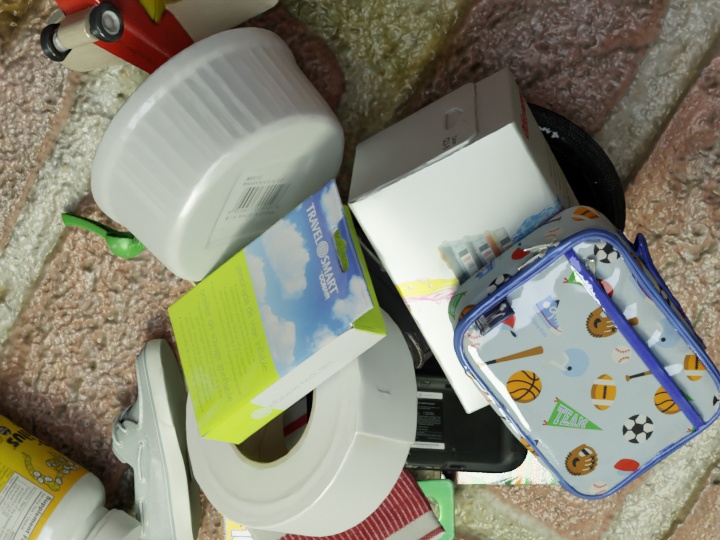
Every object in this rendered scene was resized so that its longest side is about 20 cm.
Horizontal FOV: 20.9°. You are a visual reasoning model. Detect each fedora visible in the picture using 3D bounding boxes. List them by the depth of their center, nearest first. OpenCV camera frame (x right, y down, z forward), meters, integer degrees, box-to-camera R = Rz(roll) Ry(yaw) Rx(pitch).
[{"bbox_3d":[0.121,-0.064,1.628,0.199,0.092,0.202,1,112,2],"label":"fedora"}]

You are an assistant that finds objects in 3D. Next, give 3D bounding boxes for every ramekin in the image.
[{"bbox_3d":[-0.107,-0.085,1.551,0.098,0.200,0.201,48,112,24],"label":"ramekin"}]

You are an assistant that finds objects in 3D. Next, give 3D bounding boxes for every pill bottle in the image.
[{"bbox_3d":[-0.303,0.212,1.763,0.199,0.113,0.113,31,111,8],"label":"pill bottle"}]

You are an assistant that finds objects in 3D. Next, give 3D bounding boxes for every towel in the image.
[{"bbox_3d":[-0.039,0.177,1.646,0.144,0.023,0.201,-31,71,-7],"label":"towel"}]

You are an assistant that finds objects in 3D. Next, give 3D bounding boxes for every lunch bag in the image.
[{"bbox_3d":[0.167,0.057,1.429,0.160,0.076,0.200,-35,110,11],"label":"lunch bag"}]

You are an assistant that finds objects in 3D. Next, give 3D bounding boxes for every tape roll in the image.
[{"bbox_3d":[-0.049,0.110,1.564,0.071,0.203,0.203,17,119,-45],"label":"tape roll"}]

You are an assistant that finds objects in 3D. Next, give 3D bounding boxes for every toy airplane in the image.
[{"bbox_3d":[-0.163,-0.212,1.603,0.198,0.199,0.142,6,69,-1],"label":"toy airplane"}]

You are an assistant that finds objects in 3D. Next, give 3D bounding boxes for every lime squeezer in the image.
[{"bbox_3d":[-0.189,-0.053,1.664,0.038,0.071,0.200,11,151,-36],"label":"lime squeezer"}]

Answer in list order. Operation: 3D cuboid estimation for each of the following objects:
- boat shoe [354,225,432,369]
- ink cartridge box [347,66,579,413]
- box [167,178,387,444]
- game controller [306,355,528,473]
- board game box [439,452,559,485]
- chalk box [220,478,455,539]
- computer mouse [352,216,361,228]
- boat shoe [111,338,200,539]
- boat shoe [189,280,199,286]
[{"bbox_3d":[0.000,0.000,1.640,0.062,0.073,0.200,-29,68,-21],"label":"boat shoe"},{"bbox_3d":[0.098,-0.026,1.514,0.144,0.145,0.201,-25,108,12],"label":"ink cartridge box"},{"bbox_3d":[-0.060,0.033,1.512,0.200,0.047,0.123,-37,57,31],"label":"box"},{"bbox_3d":[0.051,0.117,1.649,0.199,0.042,0.105,5,79,-17],"label":"game controller"},{"bbox_3d":[0.132,0.093,1.715,0.134,0.029,0.201,-1,108,8],"label":"board game box"},{"bbox_3d":[-0.016,0.216,1.729,0.198,0.124,0.125,1,109,9],"label":"chalk box"},{"bbox_3d":[-0.005,0.035,1.702,0.138,0.053,0.201,36,114,19],"label":"computer mouse"},{"bbox_3d":[-0.192,0.160,1.765,0.071,0.070,0.202,-4,111,6],"label":"boat shoe"},{"bbox_3d":[-0.116,-0.001,1.684,0.072,0.059,0.201,-28,90,19],"label":"boat shoe"}]
